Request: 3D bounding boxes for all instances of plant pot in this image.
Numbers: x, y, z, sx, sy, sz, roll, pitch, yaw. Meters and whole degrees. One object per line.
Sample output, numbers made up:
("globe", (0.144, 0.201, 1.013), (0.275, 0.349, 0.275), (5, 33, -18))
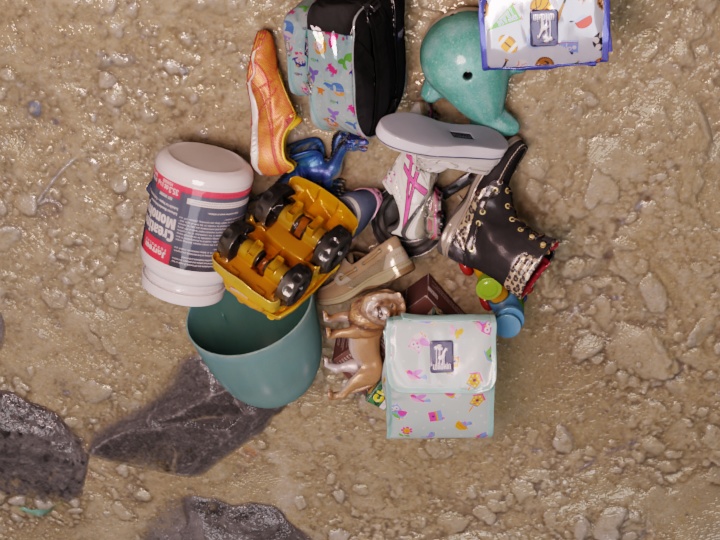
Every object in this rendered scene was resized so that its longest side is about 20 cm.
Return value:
("plant pot", (-0.147, 0.112, 1.811), (0.198, 0.202, 0.162), (-10, 131, 11))

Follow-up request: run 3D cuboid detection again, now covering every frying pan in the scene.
("frying pan", (0.091, -0.107, 1.748), (0.114, 0.031, 0.191), (30, 108, -7))

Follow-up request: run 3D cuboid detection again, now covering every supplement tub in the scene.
("supplement tub", (-0.234, -0.066, 1.667), (0.138, 0.141, 0.202), (13, 112, -3))

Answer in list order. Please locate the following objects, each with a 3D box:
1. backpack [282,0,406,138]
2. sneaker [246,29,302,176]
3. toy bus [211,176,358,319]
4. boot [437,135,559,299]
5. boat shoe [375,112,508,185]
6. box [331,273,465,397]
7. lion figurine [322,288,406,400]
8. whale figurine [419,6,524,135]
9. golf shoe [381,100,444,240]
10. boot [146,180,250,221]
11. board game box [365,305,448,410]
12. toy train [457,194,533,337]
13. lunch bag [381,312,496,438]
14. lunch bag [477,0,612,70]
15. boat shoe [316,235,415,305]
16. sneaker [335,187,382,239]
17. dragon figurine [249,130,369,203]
("backpack", (-0.012, -0.282, 1.574), (0.149, 0.178, 0.202), (8, 129, 26))
("sneaker", (-0.120, -0.235, 1.657), (0.076, 0.073, 0.203), (-3, 104, 5))
("toy bus", (-0.115, -0.002, 1.669), (0.135, 0.200, 0.193), (36, 146, 13))
("boot", (0.216, -0.073, 1.676), (0.150, 0.073, 0.201), (35, 93, 21))
("boat shoe", (0.100, -0.157, 1.605), (0.200, 0.075, 0.087), (1, 133, -32))
("box", (0.060, 0.106, 1.854), (0.199, 0.075, 0.100), (-34, 112, 24))
("lion figurine", (0.005, 0.115, 1.792), (0.121, 0.073, 0.202), (-4, 127, -8))
("whale figurine", (0.157, -0.255, 1.613), (0.157, 0.104, 0.202), (-15, 121, 13))
("golf shoe", (0.074, -0.141, 1.691), (0.091, 0.073, 0.203), (1, 104, 9))
("boot", (-0.231, -0.076, 1.781), (0.090, 0.073, 0.201), (-29, 105, 26))
("board game box", (0.101, 0.151, 1.823), (0.104, 0.024, 0.201), (27, 120, -18))
("toy train", (0.185, -0.003, 1.751), (0.084, 0.116, 0.201), (-24, 116, 18))
("lunch bag", (0.115, 0.146, 1.728), (0.168, 0.123, 0.202), (0, 129, 0))
("lunch bag", (0.229, -0.355, 1.491), (0.168, 0.124, 0.203), (-2, 86, 9))
("boat shoe", (0.000, 0.000, 1.785), (0.199, 0.071, 0.065), (-23, 93, 42))
("sneaker", (-0.033, -0.058, 1.762), (0.071, 0.082, 0.200), (59, 141, 4))
("dragon figurine", (-0.078, -0.156, 1.719), (0.197, 0.059, 0.100), (-9, 119, 10))
